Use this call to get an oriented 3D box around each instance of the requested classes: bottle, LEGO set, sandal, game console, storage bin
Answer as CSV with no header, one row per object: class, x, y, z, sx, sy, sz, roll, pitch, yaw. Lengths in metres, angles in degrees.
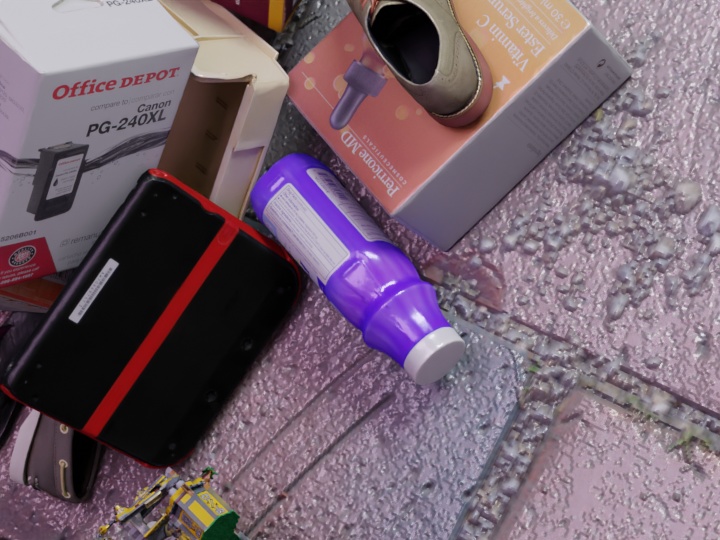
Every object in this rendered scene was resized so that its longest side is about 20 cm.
bottle,0.000,0.000,1.570,0.065,0.084,0.200,-44,64,7
LEGO set,-0.172,0.216,1.554,0.116,0.154,0.200,41,91,27
sandal,-0.295,0.079,1.700,0.075,0.048,0.200,39,93,27
game console,-0.151,0.041,1.578,0.200,0.177,0.031,-56,37,2
storage bin,-0.168,-0.116,1.617,0.199,0.094,0.200,42,127,30

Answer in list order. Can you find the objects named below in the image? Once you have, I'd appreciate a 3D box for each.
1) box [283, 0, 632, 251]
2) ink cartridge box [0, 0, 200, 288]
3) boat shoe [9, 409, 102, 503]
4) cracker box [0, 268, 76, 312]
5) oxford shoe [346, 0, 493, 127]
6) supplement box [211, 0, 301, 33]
box,0.070,-0.143,1.564,0.200,0.106,0.152,-44,63,7
ink cartridge box,-0.216,-0.096,1.498,0.083,0.145,0.200,45,130,27
boat shoe,-0.214,0.088,1.623,0.060,0.072,0.202,25,115,12
cracker box,-0.328,-0.009,1.663,0.200,0.134,0.058,1,77,41
oxford shoe,0.026,-0.193,1.494,0.070,0.075,0.200,-40,61,12
supplement box,-0.120,-0.279,1.581,0.200,0.086,0.110,26,65,8
